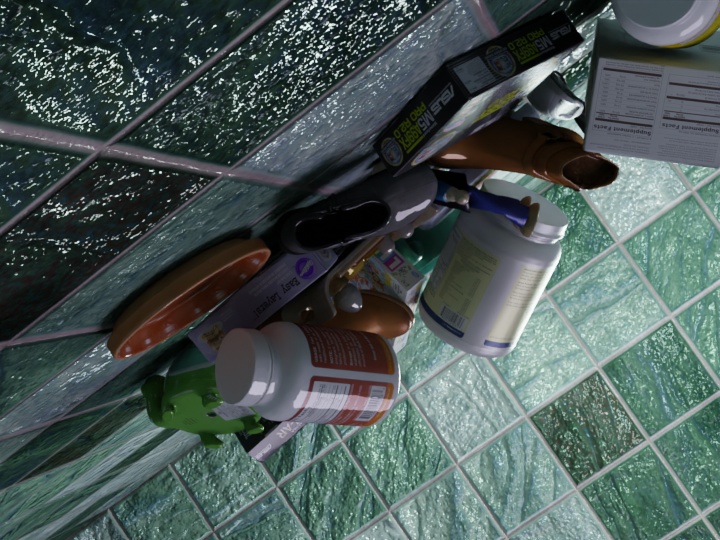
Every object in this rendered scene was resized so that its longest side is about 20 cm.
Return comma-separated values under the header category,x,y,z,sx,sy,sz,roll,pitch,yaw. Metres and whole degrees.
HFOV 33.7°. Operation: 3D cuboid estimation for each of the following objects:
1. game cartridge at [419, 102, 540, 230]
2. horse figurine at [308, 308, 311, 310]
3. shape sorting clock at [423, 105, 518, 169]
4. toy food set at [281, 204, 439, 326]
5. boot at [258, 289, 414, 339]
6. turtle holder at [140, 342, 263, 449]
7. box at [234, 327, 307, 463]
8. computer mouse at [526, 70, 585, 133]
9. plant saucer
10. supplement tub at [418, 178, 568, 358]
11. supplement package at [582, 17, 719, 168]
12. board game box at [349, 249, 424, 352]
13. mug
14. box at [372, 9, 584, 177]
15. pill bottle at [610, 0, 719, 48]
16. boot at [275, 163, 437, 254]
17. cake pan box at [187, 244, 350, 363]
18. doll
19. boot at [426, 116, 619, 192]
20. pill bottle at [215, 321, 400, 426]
category,x,y,z,sx,sy,sz,roll,pitch,yaw
game cartridge,0.147,-0.130,1.523,0.200,0.041,0.133,-42,171,-1
horse figurine,-0.074,0.045,1.733,0.049,0.134,0.200,-11,-176,8
shape sorting clock,0.119,-0.155,1.523,0.199,0.039,0.200,-35,174,-4
toy food set,0.000,0.000,1.447,0.200,0.061,0.143,-43,-175,-28
boot,-0.032,0.090,1.510,0.156,0.198,0.077,-83,-178,-58
turtle holder,-0.217,0.171,1.697,0.140,0.133,0.185,22,140,-28
box,-0.140,0.161,1.765,0.160,0.200,0.044,-42,138,2
computer mouse,0.243,-0.218,1.502,0.044,0.110,0.200,-42,164,17
plant saucer,-0.185,0.025,1.264,0.200,0.032,0.200,-35,175,-3
supplement tub,0.174,-0.003,1.560,0.145,0.144,0.201,-24,142,-61
supplement package,0.343,-0.210,1.382,0.200,0.154,0.112,-67,163,-63
board game box,0.017,0.023,1.634,0.034,0.134,0.201,-39,160,-24
mug,0.085,-0.065,1.669,0.151,0.115,0.185,-34,173,-9
box,0.125,-0.188,1.263,0.199,0.044,0.160,-31,172,-38
pill bottle,0.322,-0.290,1.238,0.112,0.113,0.200,-37,173,22
boot,0.012,-0.060,1.259,0.199,0.070,0.132,-26,-172,-15
cake pan box,-0.096,0.010,1.424,0.200,0.052,0.184,-39,-174,19
doll,0.109,-0.091,1.393,0.137,0.198,0.049,-113,-140,-75
boot,0.185,-0.135,1.371,0.198,0.074,0.155,-9,-152,-25
pill bottle,-0.061,0.118,1.363,0.199,0.113,0.112,10,144,-37
